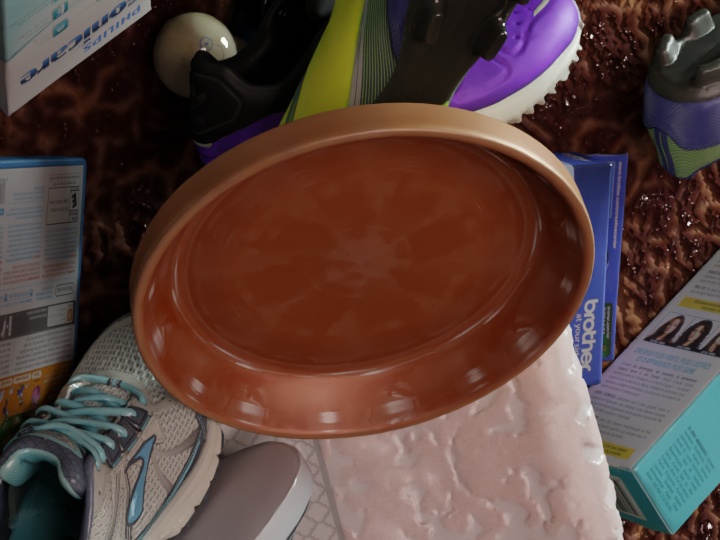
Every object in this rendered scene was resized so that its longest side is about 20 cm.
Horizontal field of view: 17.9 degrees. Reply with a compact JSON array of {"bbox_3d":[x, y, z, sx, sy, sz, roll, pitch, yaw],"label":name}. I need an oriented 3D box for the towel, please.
[{"bbox_3d":[0.009,0.057,1.066,0.190,0.032,0.201,-15,94,1],"label":"towel"}]

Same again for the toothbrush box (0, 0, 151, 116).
[{"bbox_3d":[-0.154,-0.176,0.882,0.085,0.200,0.146,-39,74,-22],"label":"toothbrush box"}]

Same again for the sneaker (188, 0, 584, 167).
[{"bbox_3d":[0.010,-0.103,1.036,0.199,0.070,0.100,-27,118,-17],"label":"sneaker"}]

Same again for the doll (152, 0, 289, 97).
[{"bbox_3d":[-0.007,-0.117,1.092,0.199,0.048,0.137,-11,111,-24],"label":"doll"}]

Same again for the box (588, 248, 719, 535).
[{"bbox_3d":[0.193,0.048,1.216,0.200,0.082,0.049,-44,117,-19],"label":"box"}]

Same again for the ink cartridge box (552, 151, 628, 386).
[{"bbox_3d":[0.061,0.004,1.150,0.199,0.042,0.120,-6,104,-33],"label":"ink cartridge box"}]

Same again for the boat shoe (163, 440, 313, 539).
[{"bbox_3d":[-0.079,0.167,1.000,0.200,0.071,0.068,-54,128,-23],"label":"boat shoe"}]

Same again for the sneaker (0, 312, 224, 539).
[{"bbox_3d":[-0.115,0.089,0.974,0.087,0.077,0.201,74,25,-47],"label":"sneaker"}]

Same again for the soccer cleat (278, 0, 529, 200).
[{"bbox_3d":[0.004,-0.084,0.973,0.064,0.084,0.201,16,124,-33],"label":"soccer cleat"}]

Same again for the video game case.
[{"bbox_3d":[-0.156,0.052,0.985,0.143,0.018,0.202,-14,108,-76],"label":"video game case"}]

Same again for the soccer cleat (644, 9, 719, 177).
[{"bbox_3d":[0.227,-0.118,1.231,0.200,0.065,0.084,-31,137,-28],"label":"soccer cleat"}]

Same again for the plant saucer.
[{"bbox_3d":[0.000,0.000,0.973,0.199,0.200,0.032,16,43,-32],"label":"plant saucer"}]
